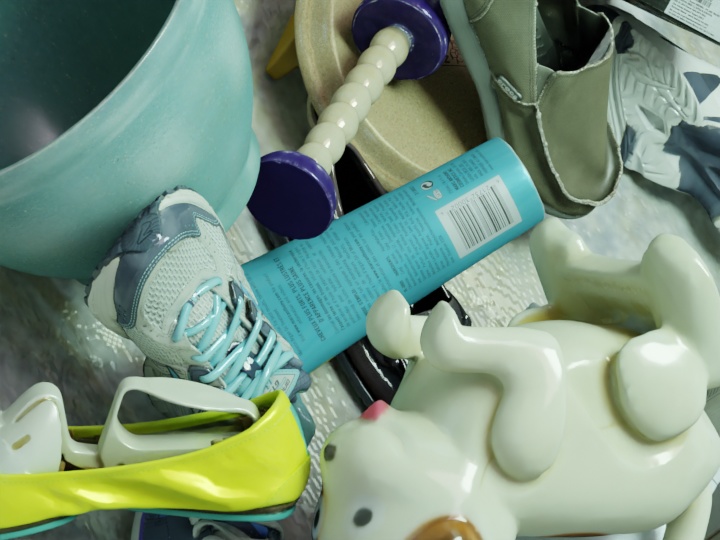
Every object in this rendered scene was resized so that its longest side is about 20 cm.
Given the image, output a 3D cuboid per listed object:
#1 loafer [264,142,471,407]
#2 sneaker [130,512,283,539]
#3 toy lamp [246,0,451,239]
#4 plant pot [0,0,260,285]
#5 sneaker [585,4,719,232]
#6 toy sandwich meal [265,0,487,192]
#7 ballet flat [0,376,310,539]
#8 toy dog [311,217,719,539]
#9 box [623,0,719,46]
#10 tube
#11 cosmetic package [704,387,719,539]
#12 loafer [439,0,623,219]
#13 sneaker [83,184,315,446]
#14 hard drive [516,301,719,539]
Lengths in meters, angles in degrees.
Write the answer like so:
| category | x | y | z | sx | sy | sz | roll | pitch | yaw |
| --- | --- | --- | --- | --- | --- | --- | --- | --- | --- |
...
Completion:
| category | x | y | z | sx | sy | sz | roll | pitch | yaw |
| --- | --- | --- | --- | --- | --- | --- | --- | --- | --- |
| loafer | 0.020 | 0.020 | 1.409 | 0.072 | 0.063 | 0.200 | -30 | 82 | -45 |
| sneaker | -0.042 | 0.152 | 1.218 | 0.080 | 0.146 | 0.200 | 17 | 54 | -29 |
| toy lamp | 0.000 | -0.094 | 1.389 | 0.058 | 0.058 | 0.200 | 40 | 46 | -9 |
| plant pot | -0.132 | -0.073 | 1.284 | 0.134 | 0.200 | 0.201 | 51 | 38 | -38 |
| sneaker | 0.220 | -0.105 | 1.640 | 0.199 | 0.080 | 0.130 | 37 | 33 | 3 |
| toy sandwich meal | 0.034 | -0.121 | 1.514 | 0.205 | 0.070 | 0.206 | 12 | 67 | -31 |
| ballet flat | -0.123 | 0.083 | 1.203 | 0.200 | 0.067 | 0.067 | -3 | 22 | -4 |
| toy dog | 0.064 | 0.088 | 1.237 | 0.200 | 0.139 | 0.194 | -29 | 118 | -24 |
| box | 0.118 | -0.207 | 1.566 | 0.200 | 0.048 | 0.193 | 25 | 10 | -22 |
| tube | 0.000 | 0.000 | 1.366 | 0.200 | 0.050 | 0.078 | -29 | 76 | -8 |
| cosmetic package | 0.204 | 0.079 | 1.417 | 0.073 | 0.200 | 0.104 | 39 | 47 | -10 |
| loafer | 0.106 | -0.105 | 1.443 | 0.075 | 0.070 | 0.200 | -60 | 137 | -32 |
| sneaker | -0.063 | 0.032 | 1.244 | 0.086 | 0.200 | 0.078 | 35 | 76 | 26 |
| hard drive | 0.082 | 0.131 | 1.299 | 0.132 | 0.027 | 0.200 | 38 | 67 | -1 |
